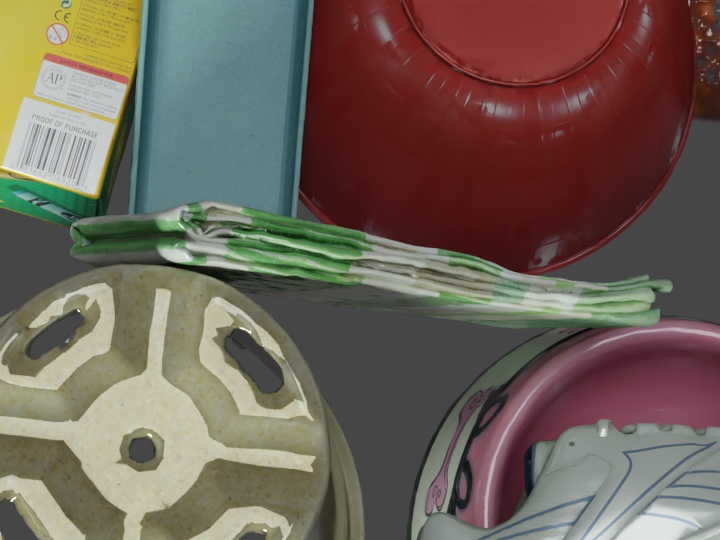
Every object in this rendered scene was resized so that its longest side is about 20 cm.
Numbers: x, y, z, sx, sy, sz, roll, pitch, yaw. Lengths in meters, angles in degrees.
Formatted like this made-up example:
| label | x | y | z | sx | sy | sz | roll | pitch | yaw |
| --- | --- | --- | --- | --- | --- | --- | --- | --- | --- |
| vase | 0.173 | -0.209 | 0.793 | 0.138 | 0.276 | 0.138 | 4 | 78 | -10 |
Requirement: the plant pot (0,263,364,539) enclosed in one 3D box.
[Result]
| label | x | y | z | sx | sy | sz | roll | pitch | yaw |
| --- | --- | --- | --- | --- | --- | --- | --- | --- | --- |
| plant pot | -0.086 | 0.082 | 1.110 | 0.200 | 0.184 | 0.201 | 2 | 75 | -7 |

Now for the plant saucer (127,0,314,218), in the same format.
| label | x | y | z | sx | sy | sz | roll | pitch | yaw |
| --- | --- | --- | --- | --- | --- | --- | --- | --- | --- |
| plant saucer | -0.055 | -0.091 | 1.189 | 0.070 | 0.019 | 0.201 | 4 | 106 | -4 |

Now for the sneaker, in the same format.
| label | x | y | z | sx | sy | sz | roll | pitch | yaw |
| --- | --- | --- | --- | --- | --- | --- | --- | --- | --- |
| sneaker | 0.112 | 0.088 | 1.118 | 0.200 | 0.075 | 0.087 | -27 | 75 | -14 |

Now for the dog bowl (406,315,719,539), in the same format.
| label | x | y | z | sx | sy | sz | roll | pitch | yaw |
| --- | --- | --- | --- | --- | --- | --- | --- | --- | --- |
| dog bowl | 0.122 | 0.107 | 1.188 | 0.199 | 0.074 | 0.201 | 2 | 76 | -7 |

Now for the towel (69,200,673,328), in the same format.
| label | x | y | z | sx | sy | sz | roll | pitch | yaw |
| --- | --- | --- | --- | --- | --- | --- | --- | --- | --- |
| towel | 0.000 | 0.000 | 1.133 | 0.199 | 0.152 | 0.023 | 8 | 85 | -22 |

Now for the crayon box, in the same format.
| label | x | y | z | sx | sy | sz | roll | pitch | yaw |
| --- | --- | --- | --- | --- | --- | --- | --- | --- | --- |
| crayon box | -0.185 | -0.103 | 1.210 | 0.199 | 0.058 | 0.119 | 17 | 74 | -3 |

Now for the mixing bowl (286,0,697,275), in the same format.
| label | x | y | z | sx | sy | sz | roll | pitch | yaw |
| --- | --- | --- | --- | --- | --- | --- | --- | --- | --- |
| mixing bowl | 0.055 | -0.105 | 1.216 | 0.199 | 0.108 | 0.201 | 2 | 75 | -8 |
